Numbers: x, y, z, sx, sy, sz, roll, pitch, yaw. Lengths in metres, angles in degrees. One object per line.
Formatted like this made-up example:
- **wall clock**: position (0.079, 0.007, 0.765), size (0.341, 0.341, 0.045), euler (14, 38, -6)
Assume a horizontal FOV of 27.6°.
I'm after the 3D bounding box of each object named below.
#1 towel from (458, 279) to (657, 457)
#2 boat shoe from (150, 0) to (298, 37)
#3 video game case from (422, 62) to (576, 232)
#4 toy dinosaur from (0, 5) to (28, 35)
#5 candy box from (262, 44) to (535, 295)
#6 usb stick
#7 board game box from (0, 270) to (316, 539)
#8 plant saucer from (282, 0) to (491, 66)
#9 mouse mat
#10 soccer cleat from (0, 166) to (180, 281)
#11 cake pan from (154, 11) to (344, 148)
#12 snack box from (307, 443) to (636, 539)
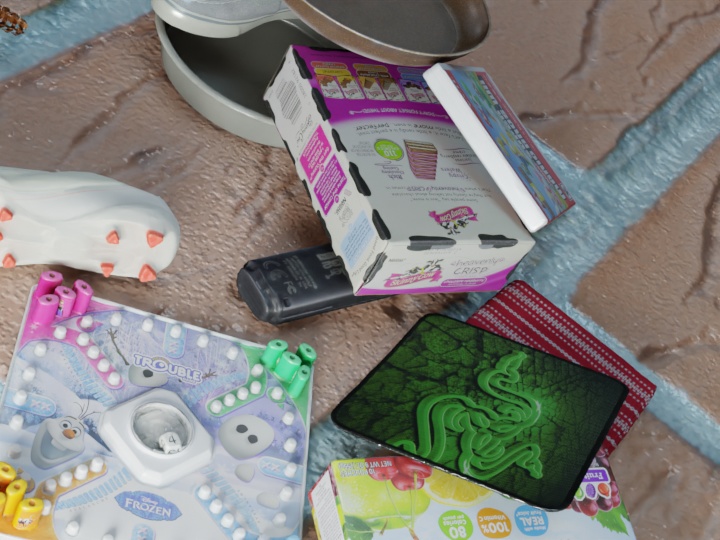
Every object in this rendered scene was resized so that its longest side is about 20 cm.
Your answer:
- **towel**: position (0.120, 0.094, 1.065), size (0.145, 0.023, 0.200), euler (39, 42, 11)
- **boat shoe**: position (-0.080, -0.243, 1.196), size (0.200, 0.072, 0.070), euler (-18, 59, -40)
- **video game case**: position (0.115, -0.100, 1.162), size (0.143, 0.017, 0.200), euler (56, 16, 3)
- **toy dinosaur**: position (-0.347, -0.221, 1.074), size (0.199, 0.103, 0.136), euler (1, 27, 1)
- **candy box**: position (0.026, -0.076, 1.101), size (0.136, 0.061, 0.200), euler (0, 50, -33)
- **usb stick**: position (0.000, 0.000, 1.084), size (0.199, 0.033, 0.056), euler (-13, 58, -38)
- **board game box**: position (-0.125, 0.099, 0.920), size (0.199, 0.026, 0.200), euler (17, 43, -13)
- **plant saucer**: position (0.006, -0.220, 1.144), size (0.200, 0.032, 0.201), euler (19, 37, -15)
- **mouse mat**: position (0.086, 0.088, 0.981), size (0.160, 0.008, 0.200), euler (20, 27, 15)
- **soccer cleat**: position (-0.220, -0.038, 0.983), size (0.199, 0.069, 0.078), euler (11, 27, -20)
- **cake pan**: position (-0.077, -0.174, 1.212), size (0.200, 0.037, 0.201), euler (16, 43, -15)
- **snack box**: position (0.080, 0.185, 0.909), size (0.199, 0.053, 0.143), euler (-1, 58, -25)
